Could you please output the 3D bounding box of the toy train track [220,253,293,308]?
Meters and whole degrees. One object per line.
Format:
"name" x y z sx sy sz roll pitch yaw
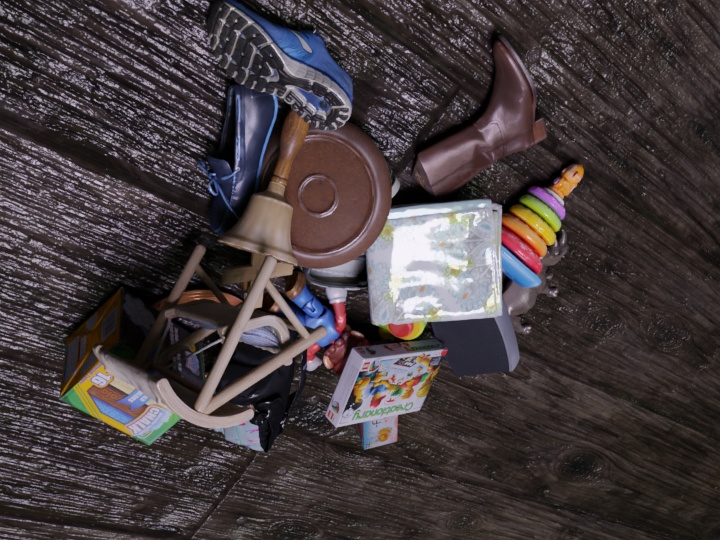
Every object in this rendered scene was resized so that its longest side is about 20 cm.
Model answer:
"toy train track" -0.146 -0.043 0.995 0.113 0.032 0.203 -9 121 -35

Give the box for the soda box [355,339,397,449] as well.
"soda box" 0.027 0.218 1.234 0.067 0.064 0.203 -10 127 -12

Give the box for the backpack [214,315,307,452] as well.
"backpack" -0.159 0.175 1.051 0.125 0.168 0.202 22 139 11

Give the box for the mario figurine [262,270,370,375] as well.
"mario figurine" -0.062 0.085 1.113 0.122 0.107 0.200 -16 129 42

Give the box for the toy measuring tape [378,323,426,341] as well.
"toy measuring tape" 0.093 0.051 1.114 0.073 0.074 0.200 17 132 -29

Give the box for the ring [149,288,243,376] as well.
"ring" -0.250 0.106 1.082 0.197 0.019 0.203 -10 128 -13

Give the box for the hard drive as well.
"hard drive" 0.188 0.105 1.188 0.132 0.043 0.202 -9 131 21

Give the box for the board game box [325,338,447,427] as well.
"board game box" 0.045 0.176 1.128 0.198 0.035 0.128 0 120 -44

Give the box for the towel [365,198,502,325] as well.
"towel" 0.106 -0.012 1.012 0.196 0.048 0.175 -4 101 3

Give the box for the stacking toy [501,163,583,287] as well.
"stacking toy" 0.273 -0.085 1.081 0.109 0.116 0.201 38 92 -7

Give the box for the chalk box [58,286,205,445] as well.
"chalk box" -0.302 0.148 1.002 0.123 0.126 0.200 -38 126 11

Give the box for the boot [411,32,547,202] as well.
"boot" 0.146 -0.199 0.971 0.198 0.065 0.187 -28 129 8

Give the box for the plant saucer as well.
"plant saucer" -0.056 -0.100 0.925 0.196 0.035 0.205 0 99 0

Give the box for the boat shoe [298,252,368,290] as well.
"boat shoe" 0.000 0.000 1.063 0.196 0.061 0.077 2 125 -21

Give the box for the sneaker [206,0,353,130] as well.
"sneaker" -0.092 -0.252 0.840 0.198 0.090 0.078 34 134 -18

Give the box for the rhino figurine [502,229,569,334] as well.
"rhino figurine" 0.287 0.016 1.176 0.086 0.060 0.202 11 122 -28

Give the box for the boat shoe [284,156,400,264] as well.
"boat shoe" -0.040 -0.088 0.979 0.200 0.072 0.061 -37 126 -1

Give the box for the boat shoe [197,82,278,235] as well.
"boat shoe" -0.168 -0.143 0.892 0.068 0.084 0.203 0 114 -42

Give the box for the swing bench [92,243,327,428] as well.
"swing bench" -0.185 0.086 0.854 0.201 0.197 0.131 -49 124 -23

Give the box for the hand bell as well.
"hand bell" -0.099 -0.118 0.871 0.103 0.104 0.204 18 88 -30
